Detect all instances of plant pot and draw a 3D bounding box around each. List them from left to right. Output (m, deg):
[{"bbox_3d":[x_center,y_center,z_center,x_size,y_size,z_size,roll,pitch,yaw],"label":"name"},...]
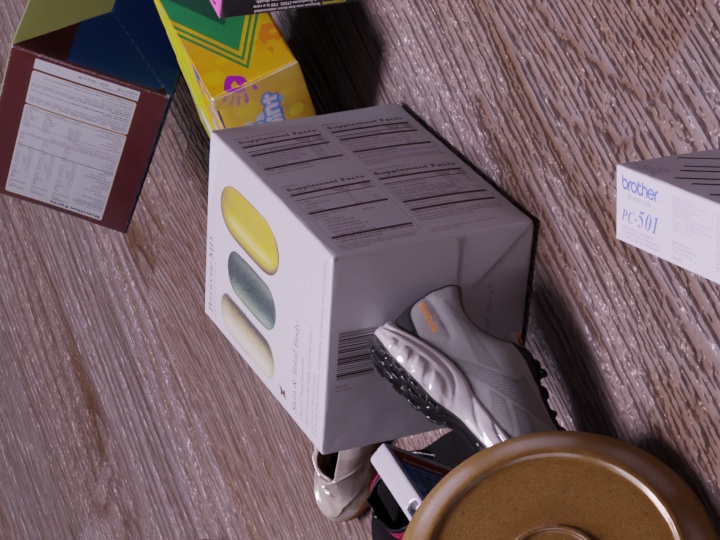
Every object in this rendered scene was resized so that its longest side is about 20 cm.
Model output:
[{"bbox_3d":[0.113,0.182,1.215,0.027,0.200,0.200,65,-179,-62],"label":"plant pot"}]

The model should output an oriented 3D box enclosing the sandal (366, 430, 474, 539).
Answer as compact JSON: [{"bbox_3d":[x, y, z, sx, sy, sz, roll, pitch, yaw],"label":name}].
[{"bbox_3d":[0.039,0.164,1.543,0.200,0.045,0.075,-48,56,60],"label":"sandal"}]

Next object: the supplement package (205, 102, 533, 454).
[{"bbox_3d":[0.000,0.000,1.437,0.200,0.150,0.152,46,139,51],"label":"supplement package"}]

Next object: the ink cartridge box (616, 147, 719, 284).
[{"bbox_3d":[0.218,-0.018,1.025,0.200,0.094,0.044,30,126,59],"label":"ink cartridge box"}]

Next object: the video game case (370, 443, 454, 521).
[{"bbox_3d":[0.099,0.196,1.329,0.017,0.143,0.200,-50,44,16],"label":"video game case"}]

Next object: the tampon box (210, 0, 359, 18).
[{"bbox_3d":[-0.057,-0.306,1.475,0.200,0.126,0.150,105,146,-44],"label":"tampon box"}]

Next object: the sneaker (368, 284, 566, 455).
[{"bbox_3d":[0.098,0.090,1.315,0.200,0.079,0.074,45,167,5],"label":"sneaker"}]

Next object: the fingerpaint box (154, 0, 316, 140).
[{"bbox_3d":[-0.086,-0.136,1.590,0.200,0.073,0.167,72,172,-53],"label":"fingerpaint box"}]

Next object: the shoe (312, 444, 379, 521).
[{"bbox_3d":[-0.014,0.127,1.636,0.070,0.053,0.200,61,149,37],"label":"shoe"}]

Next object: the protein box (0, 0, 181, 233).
[{"bbox_3d":[-0.219,-0.179,1.774,0.200,0.135,0.199,117,169,-53],"label":"protein box"}]
